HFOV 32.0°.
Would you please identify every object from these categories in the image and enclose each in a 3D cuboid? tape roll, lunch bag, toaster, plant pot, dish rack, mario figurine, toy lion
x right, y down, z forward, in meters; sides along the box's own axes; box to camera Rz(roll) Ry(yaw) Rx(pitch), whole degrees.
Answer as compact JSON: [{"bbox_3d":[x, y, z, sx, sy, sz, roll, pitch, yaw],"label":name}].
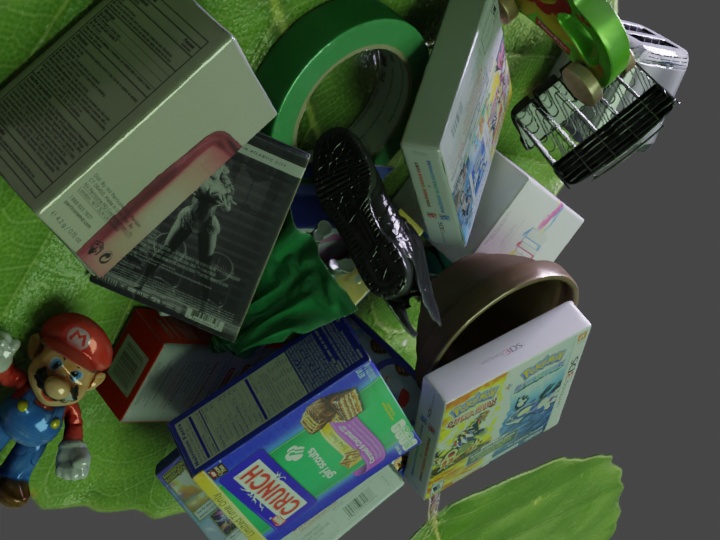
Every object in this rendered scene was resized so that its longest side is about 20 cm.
[{"bbox_3d":[-0.020,-0.163,1.216,0.199,0.048,0.202,-31,145,-25],"label":"tape roll"},{"bbox_3d":[-0.010,0.158,1.429,0.170,0.200,0.124,-44,148,-3],"label":"lunch bag"},{"bbox_3d":[0.304,-0.220,1.482,0.198,0.113,0.130,-2,125,-47],"label":"toaster"},{"bbox_3d":[0.128,0.048,1.343,0.199,0.093,0.202,-27,149,-18],"label":"plant pot"},{"bbox_3d":[0.245,-0.159,1.304,0.153,0.201,0.055,-39,122,9],"label":"dish rack"},{"bbox_3d":[-0.298,0.128,1.145,0.123,0.106,0.201,15,115,-53],"label":"mario figurine"},{"bbox_3d":[0.184,-0.274,1.211,0.069,0.200,0.192,-41,166,-5],"label":"toy lion"}]

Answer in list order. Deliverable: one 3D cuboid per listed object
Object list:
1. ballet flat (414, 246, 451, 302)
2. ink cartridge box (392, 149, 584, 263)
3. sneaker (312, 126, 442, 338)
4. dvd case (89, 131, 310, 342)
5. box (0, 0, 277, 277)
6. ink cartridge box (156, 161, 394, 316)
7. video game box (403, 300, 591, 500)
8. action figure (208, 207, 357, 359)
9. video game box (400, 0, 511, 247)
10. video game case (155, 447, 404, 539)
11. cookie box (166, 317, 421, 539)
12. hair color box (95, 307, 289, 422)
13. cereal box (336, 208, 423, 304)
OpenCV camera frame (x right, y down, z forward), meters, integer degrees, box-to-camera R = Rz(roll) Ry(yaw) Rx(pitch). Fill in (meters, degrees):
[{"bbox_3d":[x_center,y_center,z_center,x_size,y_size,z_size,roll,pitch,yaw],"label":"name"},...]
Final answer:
[{"bbox_3d":[0.079,0.010,1.504,0.072,0.068,0.199,-33,165,22],"label":"ballet flat"},{"bbox_3d":[0.154,-0.063,1.456,0.126,0.128,0.199,-53,148,8],"label":"ink cartridge box"},{"bbox_3d":[0.018,-0.035,1.187,0.059,0.202,0.104,-25,171,15],"label":"sneaker"},{"bbox_3d":[-0.147,-0.046,1.123,0.016,0.147,0.202,-75,-171,-63],"label":"dvd case"},{"bbox_3d":[-0.187,-0.119,0.990,0.200,0.128,0.109,-43,148,-7],"label":"box"},{"bbox_3d":[-0.081,-0.029,1.234,0.195,0.044,0.200,-4,149,-46],"label":"ink cartridge box"},{"bbox_3d":[0.145,0.140,1.344,0.198,0.047,0.184,-25,143,-25],"label":"video game box"},{"bbox_3d":[-0.087,0.028,1.189,0.054,0.119,0.199,-19,166,-49],"label":"action figure"},{"bbox_3d":[0.101,-0.156,1.264,0.183,0.046,0.202,64,40,-57],"label":"video game box"},{"bbox_3d":[-0.085,0.215,1.327,0.199,0.182,0.045,-38,-167,-2],"label":"video game case"},{"bbox_3d":[-0.061,0.160,1.222,0.199,0.075,0.172,-33,139,-2],"label":"cookie box"},{"bbox_3d":[-0.169,0.101,1.308,0.199,0.061,0.102,9,119,-52],"label":"hair color box"},{"bbox_3d":[0.000,0.000,1.330,0.144,0.039,0.200,-47,-179,-1],"label":"cereal box"}]
